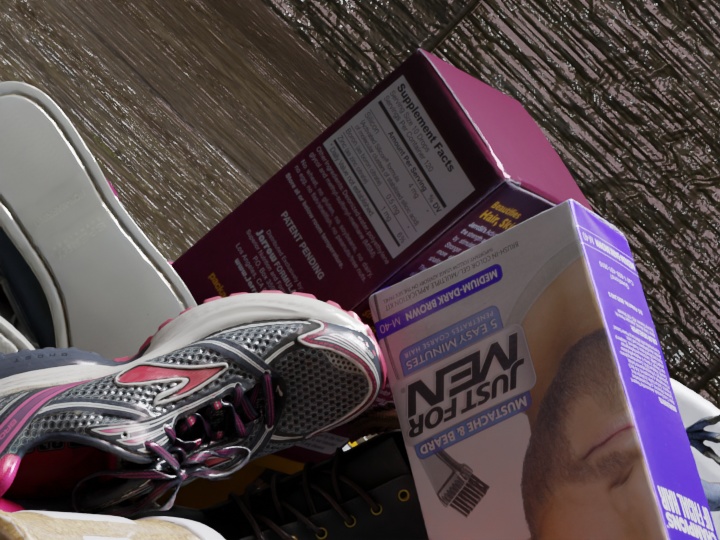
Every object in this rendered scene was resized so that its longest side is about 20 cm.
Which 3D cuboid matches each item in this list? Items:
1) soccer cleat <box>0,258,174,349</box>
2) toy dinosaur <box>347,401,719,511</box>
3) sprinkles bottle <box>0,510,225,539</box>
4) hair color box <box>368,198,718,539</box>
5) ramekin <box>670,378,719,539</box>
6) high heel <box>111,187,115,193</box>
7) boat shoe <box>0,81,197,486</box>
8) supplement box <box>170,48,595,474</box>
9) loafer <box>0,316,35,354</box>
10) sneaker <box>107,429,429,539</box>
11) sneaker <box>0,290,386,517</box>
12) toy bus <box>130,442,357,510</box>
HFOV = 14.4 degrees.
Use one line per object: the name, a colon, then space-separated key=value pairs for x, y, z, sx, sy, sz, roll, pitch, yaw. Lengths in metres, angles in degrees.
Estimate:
soccer cleat: x=-0.132 y=0.025 z=1.396 sx=0.200 sy=0.070 sz=0.087 roll=30 pitch=27 yaw=-40
toy dinosaur: x=0.130 y=0.088 z=1.379 sx=0.200 sy=0.105 sz=0.181 roll=35 pitch=19 yaw=28
sprinkles bottle: x=-0.111 y=0.130 z=1.127 sx=0.068 sy=0.068 sz=0.200 roll=47 pitch=10 yaw=18
hair color box: x=0.083 y=0.084 z=1.227 sx=0.065 sy=0.109 sz=0.201 roll=26 pitch=43 yaw=-56
ramekin: x=0.120 y=0.145 z=1.453 sx=0.199 sy=0.098 sz=0.201 roll=16 pitch=39 yaw=-13
high heel: x=-0.174 y=-0.055 z=1.499 sx=0.200 sy=0.095 sz=0.068 roll=26 pitch=64 yaw=-49
boat shoe: x=-0.129 y=0.008 z=1.295 sx=0.201 sy=0.075 sz=0.062 roll=57 pitch=-15 yaw=-7
supplement box: x=0.000 y=0.000 z=1.346 sx=0.086 sy=0.200 sz=0.110 roll=58 pitch=18 yaw=26
loafer: x=-0.220 y=0.001 z=1.263 sx=0.200 sy=0.072 sz=0.063 roll=48 pitch=-9 yaw=-16
sneaker: x=-0.039 y=0.112 z=1.283 sx=0.199 sy=0.107 sz=0.075 roll=14 pitch=27 yaw=-33
sneaker: x=-0.082 y=0.070 z=1.225 sx=0.075 sy=0.199 sz=0.081 roll=-125 pitch=-157 yaw=-57
toy bus: x=-0.066 y=0.095 z=1.449 sx=0.078 sy=0.065 sz=0.200 roll=52 pitch=14 yaw=16
